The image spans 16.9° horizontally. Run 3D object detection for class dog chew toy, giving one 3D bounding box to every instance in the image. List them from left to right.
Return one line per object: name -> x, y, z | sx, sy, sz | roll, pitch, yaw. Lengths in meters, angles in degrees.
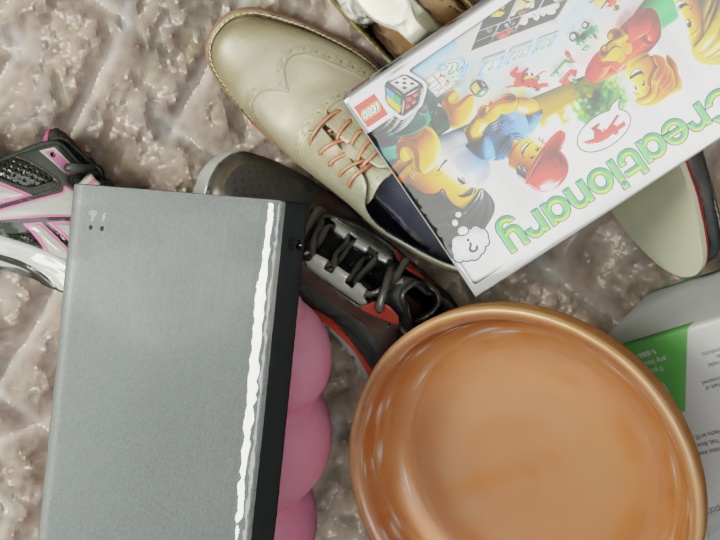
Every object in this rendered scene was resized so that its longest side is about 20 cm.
dog chew toy -> -0.072, 0.095, 1.315 | 0.124, 0.125, 0.201 | 17, 119, -3

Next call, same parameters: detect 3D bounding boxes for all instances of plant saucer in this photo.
plant saucer -> 0.090, 0.108, 1.276 | 0.199, 0.037, 0.201 | 10, 114, 24

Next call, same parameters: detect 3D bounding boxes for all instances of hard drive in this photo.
hard drive -> -0.098, 0.060, 1.247 | 0.139, 0.033, 0.201 | 5, 90, 35

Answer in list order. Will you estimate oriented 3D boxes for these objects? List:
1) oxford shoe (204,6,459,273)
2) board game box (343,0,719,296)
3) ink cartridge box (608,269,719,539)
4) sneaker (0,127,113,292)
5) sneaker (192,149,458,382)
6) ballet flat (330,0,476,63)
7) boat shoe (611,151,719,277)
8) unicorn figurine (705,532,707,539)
oxford shoe -> 0.000, -0.072, 1.318 | 0.200, 0.074, 0.071 | 36, 101, -6
board game box -> 0.107, -0.093, 1.258 | 0.200, 0.035, 0.126 | -34, 98, 10
ink cartridge box -> 0.237, 0.098, 1.316 | 0.146, 0.084, 0.200 | -19, 104, 42
sneaker -> -0.161, -0.032, 1.332 | 0.199, 0.080, 0.087 | 14, 92, -8
sneaker -> 0.000, 0.000, 1.319 | 0.200, 0.082, 0.077 | 39, 65, -15
ballet flat -> 0.043, -0.122, 1.312 | 0.071, 0.071, 0.200 | -43, 98, 9
boat shoe -> 0.155, -0.095, 1.317 | 0.062, 0.071, 0.201 | -31, 102, -35
unicorn figurine -> 0.142, 0.178, 1.347 | 0.074, 0.200, 0.138 | -32, 143, -27
